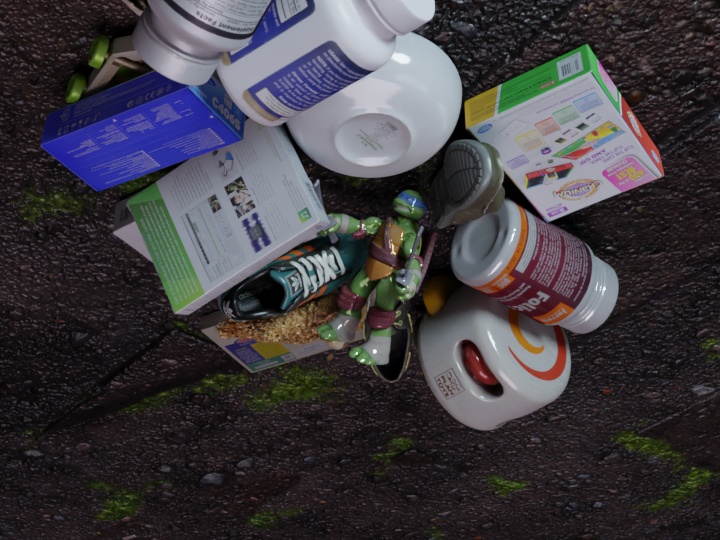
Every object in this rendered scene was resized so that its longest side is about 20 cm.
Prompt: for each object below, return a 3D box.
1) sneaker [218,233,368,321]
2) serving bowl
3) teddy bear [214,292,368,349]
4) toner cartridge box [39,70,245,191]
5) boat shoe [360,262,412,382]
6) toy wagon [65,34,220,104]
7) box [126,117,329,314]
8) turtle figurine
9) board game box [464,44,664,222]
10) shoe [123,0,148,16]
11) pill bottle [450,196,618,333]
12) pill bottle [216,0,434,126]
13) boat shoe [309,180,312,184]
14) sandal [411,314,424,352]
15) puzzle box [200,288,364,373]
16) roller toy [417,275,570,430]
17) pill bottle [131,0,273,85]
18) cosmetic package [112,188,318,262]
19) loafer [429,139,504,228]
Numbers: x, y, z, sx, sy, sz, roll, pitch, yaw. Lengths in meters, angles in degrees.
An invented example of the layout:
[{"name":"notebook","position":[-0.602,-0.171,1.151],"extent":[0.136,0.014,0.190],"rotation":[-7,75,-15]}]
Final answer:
[{"name":"sneaker","position":[-0.074,0.011,1.420],"extent":[0.198,0.080,0.072],"rotation":[-26,102,-10]},{"name":"serving bowl","position":[0.013,-0.164,1.267],"extent":[0.196,0.067,0.201],"rotation":[-1,143,-1]},{"name":"teddy bear","position":[-0.087,0.071,1.510],"extent":[0.196,0.068,0.145],"rotation":[-2,169,-3]},{"name":"toner cartridge box","position":[-0.225,-0.148,1.226],"extent":[0.197,0.044,0.095],"rotation":[-15,145,27]},{"name":"boat shoe","position":[0.036,0.065,1.565],"extent":[0.071,0.061,0.204],"rotation":[-10,136,-5]},{"name":"toy wagon","position":[-0.233,-0.176,1.262],"extent":[0.153,0.040,0.200],"rotation":[20,144,-26]},{"name":"box","position":[-0.147,-0.063,1.292],"extent":[0.198,0.146,0.036],"rotation":[-30,164,14]},{"name":"turtle figurine","position":[0.000,0.000,1.347],"extent":[0.142,0.200,0.197],"rotation":[19,104,9]},{"name":"board game box","position":[0.228,-0.145,1.317],"extent":[0.151,0.041,0.200],"rotation":[-21,139,26]},{"name":"shoe","position":[-0.209,-0.271,1.122],"extent":[0.069,0.054,0.200],"rotation":[-18,143,24]},{"name":"pill bottle","position":[0.215,-0.002,1.449],"extent":[0.198,0.116,0.114],"rotation":[26,137,-31]},{"name":"pill bottle","position":[-0.034,-0.231,1.126],"extent":[0.198,0.121,0.119],"rotation":[-24,138,29]},{"name":"boat shoe","position":[-0.140,-0.048,1.336],"extent":[0.197,0.067,0.070],"rotation":[-18,141,20]},{"name":"sandal","position":[0.141,0.112,1.653],"extent":[0.200,0.081,0.057],"rotation":[30,159,-31]},{"name":"puzzle box","position":[-0.103,0.076,1.627],"extent":[0.197,0.026,0.133],"rotation":[-18,141,22]},{"name":"roller toy","position":[0.167,0.104,1.536],"extent":[0.198,0.185,0.139],"rotation":[27,137,-33]},{"name":"pill bottle","position":[-0.124,-0.267,1.047],"extent":[0.110,0.112,0.201],"rotation":[20,125,-27]},{"name":"cosmetic package","position":[-0.171,-0.060,1.416],"extent":[0.198,0.052,0.151],"rotation":[-22,137,25]},{"name":"loafer","position":[0.128,-0.100,1.330],"extent":[0.068,0.077,0.200],"rotation":[-8,172,-11]}]
